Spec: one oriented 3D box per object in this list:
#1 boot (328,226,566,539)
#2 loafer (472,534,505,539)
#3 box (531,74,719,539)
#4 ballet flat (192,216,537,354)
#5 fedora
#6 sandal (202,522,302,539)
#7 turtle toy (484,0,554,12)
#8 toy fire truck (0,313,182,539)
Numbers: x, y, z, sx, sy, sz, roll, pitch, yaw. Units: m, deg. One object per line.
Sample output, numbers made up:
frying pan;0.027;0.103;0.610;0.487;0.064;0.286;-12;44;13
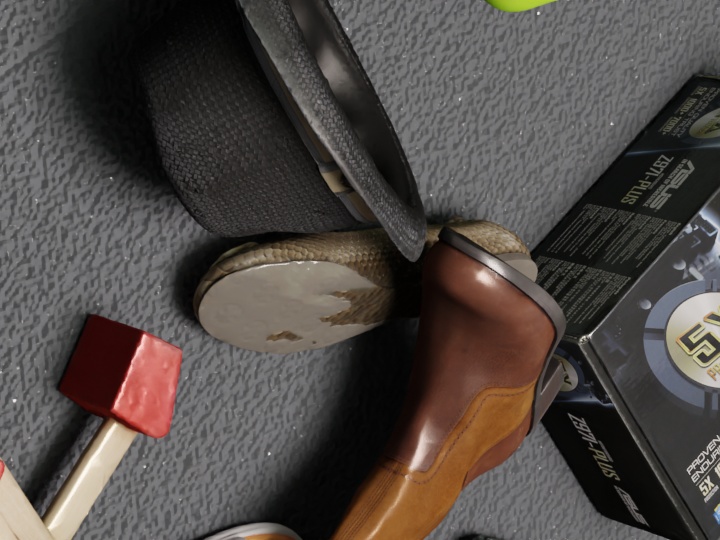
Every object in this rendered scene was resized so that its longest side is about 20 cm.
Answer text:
boot;0.016;0.090;1.375;0.200;0.068;0.188;-51;163;-16
loafer;0.130;0.198;1.538;0.200;0.072;0.063;21;94;-31
box;0.186;0.021;1.526;0.200;0.086;0.164;-46;124;-22
ballet flat;0.000;0.000;1.403;0.200;0.046;0.067;-7;140;-33
fedora;-0.048;-0.074;1.300;0.091;0.201;0.201;-26;122;8
sandal;-0.096;0.188;1.354;0.206;0.059;0.079;-20;112;-34
turtle toy;0.041;-0.183;1.344;0.200;0.146;0.101;11;115;-39
toy fire truck;-0.174;0.106;1.280;0.141;0.049;0.200;24;85;-40
